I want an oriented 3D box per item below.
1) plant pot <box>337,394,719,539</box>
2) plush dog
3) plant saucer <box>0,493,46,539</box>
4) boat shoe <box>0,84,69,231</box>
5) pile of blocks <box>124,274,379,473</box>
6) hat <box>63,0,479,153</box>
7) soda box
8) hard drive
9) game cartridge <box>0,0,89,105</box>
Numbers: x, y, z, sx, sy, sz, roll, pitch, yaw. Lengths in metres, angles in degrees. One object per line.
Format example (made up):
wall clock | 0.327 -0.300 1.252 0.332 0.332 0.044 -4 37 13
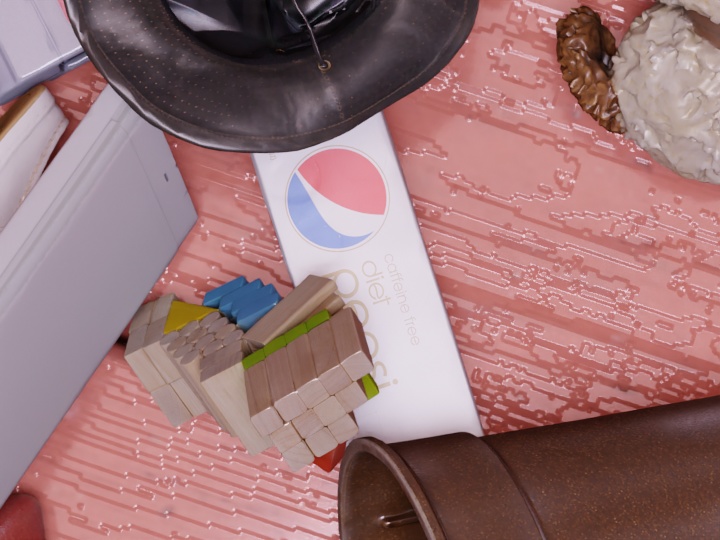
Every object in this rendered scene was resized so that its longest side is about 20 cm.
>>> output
plant pot | 0.113 0.149 1.230 0.197 0.200 0.202 -14 85 -16
plush dog | 0.187 -0.122 1.284 0.199 0.161 0.173 18 110 3
plant saucer | -0.239 0.220 1.297 0.198 0.037 0.201 -9 86 0
boat shoe | -0.188 0.007 1.316 0.069 0.071 0.201 31 84 -12
pile of blocks | -0.039 0.049 1.261 0.082 0.200 0.062 -41 115 -16
hat | -0.046 -0.147 1.257 0.199 0.081 0.202 0 88 -14
soda box | 0.000 0.000 1.309 0.068 0.064 0.201 -18 85 0
hard drive | -0.150 0.024 1.255 0.026 0.132 0.201 27 72 19
game cartridge | -0.123 -0.186 1.341 0.199 0.041 0.134 -28 81 -1
